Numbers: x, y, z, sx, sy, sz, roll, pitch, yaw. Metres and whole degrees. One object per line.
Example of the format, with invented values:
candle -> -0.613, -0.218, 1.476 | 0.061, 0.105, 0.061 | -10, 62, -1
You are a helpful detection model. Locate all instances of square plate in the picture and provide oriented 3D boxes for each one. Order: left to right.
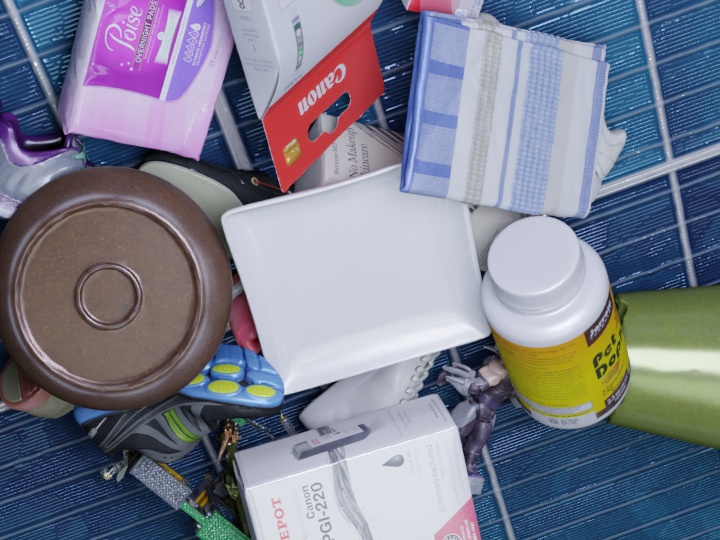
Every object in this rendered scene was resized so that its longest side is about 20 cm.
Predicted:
square plate -> 0.000, 0.000, 1.320 | 0.198, 0.029, 0.200 | -16, 127, -2

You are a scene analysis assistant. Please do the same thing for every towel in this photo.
towel -> 0.118, -0.123, 1.273 | 0.198, 0.024, 0.149 | 5, 92, -35

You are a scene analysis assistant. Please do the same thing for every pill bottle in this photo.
pill bottle -> 0.166, 0.043, 1.351 | 0.108, 0.110, 0.201 | -23, 142, 3

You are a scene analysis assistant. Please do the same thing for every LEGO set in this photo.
LEGO set -> -0.133, 0.175, 1.485 | 0.199, 0.116, 0.155 | 33, 92, -16

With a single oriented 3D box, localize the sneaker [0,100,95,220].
sneaker -> -0.228, -0.066, 1.308 | 0.198, 0.075, 0.088 | 21, 111, -24

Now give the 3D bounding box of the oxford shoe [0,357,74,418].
oxford shoe -> -0.228, 0.061, 1.405 | 0.199, 0.071, 0.074 | -34, 145, 14

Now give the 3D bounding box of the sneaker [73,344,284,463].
sneaker -> -0.150, 0.119, 1.357 | 0.197, 0.071, 0.083 | -12, 119, 22

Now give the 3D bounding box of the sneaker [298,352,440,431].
sneaker -> 0.037, 0.108, 1.467 | 0.200, 0.073, 0.085 | -42, 79, 25

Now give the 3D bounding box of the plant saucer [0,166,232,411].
plant saucer -> -0.202, 0.018, 1.277 | 0.197, 0.034, 0.203 | -1, 98, -5

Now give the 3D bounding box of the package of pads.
package of pads -> -0.160, -0.191, 1.237 | 0.119, 0.076, 0.202 | 9, 121, -21

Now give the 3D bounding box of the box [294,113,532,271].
box -> 0.045, -0.065, 1.358 | 0.198, 0.083, 0.069 | 11, 138, -22

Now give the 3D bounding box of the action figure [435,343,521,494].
action figure -> 0.110, 0.132, 1.494 | 0.130, 0.069, 0.201 | 24, 101, -46

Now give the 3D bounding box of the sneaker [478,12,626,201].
sneaker -> 0.155, -0.150, 1.349 | 0.081, 0.075, 0.200 | -47, 118, -10

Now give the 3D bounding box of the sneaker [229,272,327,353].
sneaker -> -0.024, 0.044, 1.417 | 0.197, 0.087, 0.074 | -6, 126, -9

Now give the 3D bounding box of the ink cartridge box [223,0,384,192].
ink cartridge box -> -0.027, -0.183, 1.233 | 0.161, 0.050, 0.202 | -47, 134, -37

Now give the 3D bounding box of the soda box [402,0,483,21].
soda box -> 0.084, -0.299, 1.224 | 0.063, 0.070, 0.202 | 7, 121, -18

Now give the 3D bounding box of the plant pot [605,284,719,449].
plant pot -> 0.326, 0.088, 1.486 | 0.187, 0.201, 0.202 | 5, 123, 0

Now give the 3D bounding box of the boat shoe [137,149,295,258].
boat shoe -> -0.104, -0.052, 1.354 | 0.200, 0.064, 0.074 | 26, 134, -25

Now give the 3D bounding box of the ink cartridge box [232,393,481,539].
ink cartridge box -> -0.002, 0.213, 1.412 | 0.198, 0.085, 0.147 | -15, 108, -6
